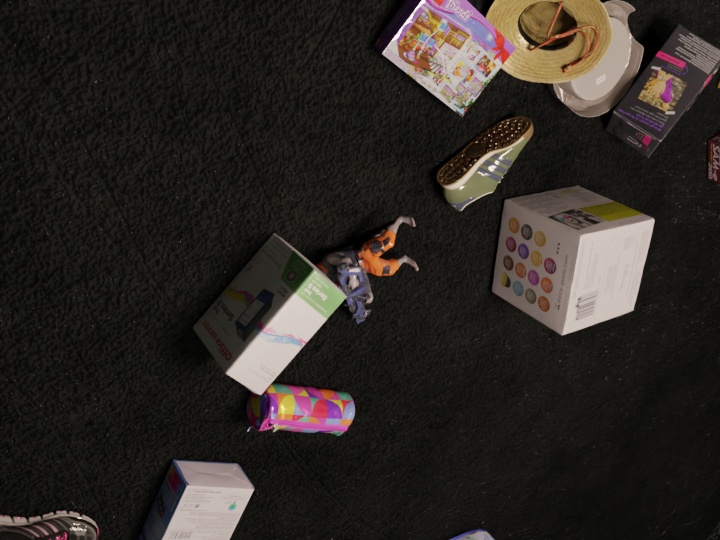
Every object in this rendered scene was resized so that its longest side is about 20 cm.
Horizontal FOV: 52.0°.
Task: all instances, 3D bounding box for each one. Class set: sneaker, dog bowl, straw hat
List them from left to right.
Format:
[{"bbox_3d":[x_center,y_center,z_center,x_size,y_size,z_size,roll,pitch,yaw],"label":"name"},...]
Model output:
[{"bbox_3d":[-0.494,0.420,1.122,0.199,0.087,0.074,16,106,-39],"label":"sneaker"},{"bbox_3d":[0.221,-0.181,1.291,0.200,0.067,0.090,-37,138,-11],"label":"sneaker"},{"bbox_3d":[0.304,-0.405,1.197,0.201,0.200,0.085,59,36,-40],"label":"straw hat"},{"bbox_3d":[0.410,-0.377,1.308,0.199,0.059,0.201,-16,123,-26],"label":"dog bowl"}]

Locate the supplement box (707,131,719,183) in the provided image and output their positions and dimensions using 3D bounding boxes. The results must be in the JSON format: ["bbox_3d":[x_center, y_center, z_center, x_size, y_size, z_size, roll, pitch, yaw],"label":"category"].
[{"bbox_3d":[0.877,-0.289,1.673,0.200,0.061,0.109,-32,128,-16],"label":"supplement box"}]

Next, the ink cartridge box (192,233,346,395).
[{"bbox_3d":[-0.141,0.064,1.123,0.200,0.145,0.087,-50,131,0],"label":"ink cartridge box"}]

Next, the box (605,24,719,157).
[{"bbox_3d":[0.566,-0.330,1.379,0.200,0.106,0.122,-53,167,3],"label":"box"}]

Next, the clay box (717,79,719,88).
[{"bbox_3d":[0.825,-0.479,1.539,0.114,0.048,0.201,-12,122,-29],"label":"clay box"}]

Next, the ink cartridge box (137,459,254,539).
[{"bbox_3d":[-0.291,0.433,1.274,0.136,0.076,0.201,17,103,-38],"label":"ink cartridge box"}]

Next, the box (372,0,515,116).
[{"bbox_3d":[0.132,-0.344,1.136,0.200,0.039,0.137,26,110,-40],"label":"box"}]

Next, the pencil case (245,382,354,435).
[{"bbox_3d":[-0.104,0.247,1.294,0.199,0.088,0.089,10,109,-38],"label":"pencil case"}]

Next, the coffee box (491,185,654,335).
[{"bbox_3d":[0.396,-0.027,1.401,0.199,0.198,0.201,-14,121,-30],"label":"coffee box"}]

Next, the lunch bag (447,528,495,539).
[{"bbox_3d":[0.274,0.723,1.759,0.199,0.170,0.124,-16,126,-27],"label":"lunch bag"}]

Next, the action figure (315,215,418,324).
[{"bbox_3d":[0.000,0.000,1.242,0.193,0.105,0.200,-23,151,-13],"label":"action figure"}]
